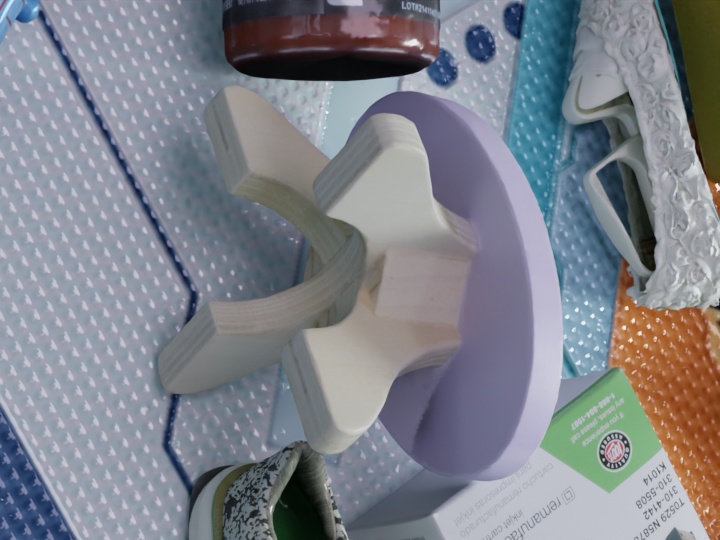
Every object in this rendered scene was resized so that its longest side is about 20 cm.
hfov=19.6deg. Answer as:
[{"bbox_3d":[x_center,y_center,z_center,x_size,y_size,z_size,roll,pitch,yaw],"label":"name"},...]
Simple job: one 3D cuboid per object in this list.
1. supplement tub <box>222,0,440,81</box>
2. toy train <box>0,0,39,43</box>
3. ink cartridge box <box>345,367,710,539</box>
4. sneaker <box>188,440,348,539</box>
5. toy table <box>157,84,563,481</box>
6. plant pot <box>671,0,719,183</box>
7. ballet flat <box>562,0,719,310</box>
[{"bbox_3d":[-0.015,-0.195,0.995,0.106,0.107,0.202,0,87,-33],"label":"supplement tub"},{"bbox_3d":[-0.176,-0.155,0.895,0.114,0.086,0.201,34,74,-25],"label":"toy train"},{"bbox_3d":[0.105,0.172,1.020,0.146,0.084,0.201,-34,98,-33],"label":"ink cartridge box"},{"bbox_3d":[-0.022,0.164,0.911,0.076,0.089,0.201,-7,65,-29],"label":"sneaker"},{"bbox_3d":[0.000,0.000,0.945,0.116,0.184,0.201,9,37,-39],"label":"toy table"},{"bbox_3d":[0.302,-0.163,1.118,0.194,0.199,0.197,-38,123,-33],"label":"plant pot"},{"bbox_3d":[0.146,-0.072,1.115,0.071,0.072,0.202,-17,89,-35],"label":"ballet flat"}]
